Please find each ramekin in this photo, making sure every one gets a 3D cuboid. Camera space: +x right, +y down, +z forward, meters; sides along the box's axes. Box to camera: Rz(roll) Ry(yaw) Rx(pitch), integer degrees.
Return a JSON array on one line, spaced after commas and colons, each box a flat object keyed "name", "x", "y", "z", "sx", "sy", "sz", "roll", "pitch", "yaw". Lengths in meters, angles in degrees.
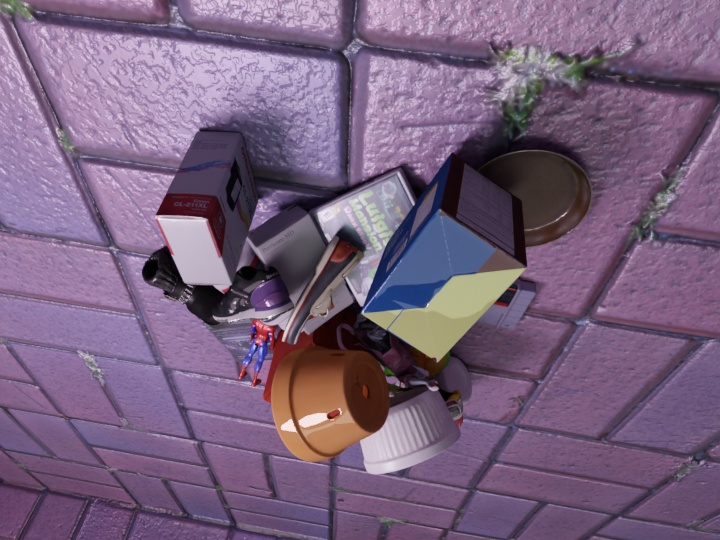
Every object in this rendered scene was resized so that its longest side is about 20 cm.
[{"name": "ramekin", "x": 0.087, "y": 0.304, "z": 1.036, "sx": 0.197, "sy": 0.107, "sz": 0.200, "roll": -20, "pitch": 173, "yaw": -3}]

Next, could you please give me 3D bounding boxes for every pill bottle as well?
[{"name": "pill bottle", "x": 0.155, "y": 0.285, "z": 1.253, "sx": 0.112, "sy": 0.113, "sz": 0.199, "roll": 37, "pitch": 133, "yaw": -27}, {"name": "pill bottle", "x": -0.182, "y": 0.036, "z": 1.043, "sx": 0.118, "sy": 0.121, "sz": 0.200, "roll": -23, "pitch": 129, "yaw": 33}]

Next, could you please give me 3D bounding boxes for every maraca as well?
[{"name": "maraca", "x": 0.106, "y": 0.183, "z": 1.152, "sx": 0.137, "sy": 0.107, "sz": 0.199, "roll": 49, "pitch": 131, "yaw": -10}]

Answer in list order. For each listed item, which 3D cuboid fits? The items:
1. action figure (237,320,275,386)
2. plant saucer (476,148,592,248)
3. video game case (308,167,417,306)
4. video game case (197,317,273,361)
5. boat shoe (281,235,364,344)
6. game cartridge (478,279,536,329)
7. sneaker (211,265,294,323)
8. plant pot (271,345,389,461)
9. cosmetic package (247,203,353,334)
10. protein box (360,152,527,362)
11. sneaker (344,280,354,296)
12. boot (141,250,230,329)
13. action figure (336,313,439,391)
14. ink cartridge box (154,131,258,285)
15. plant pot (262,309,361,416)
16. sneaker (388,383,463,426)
[{"name": "action figure", "x": -0.231, "y": 0.168, "z": 1.215, "sx": 0.065, "sy": 0.052, "sz": 0.202, "roll": 26, "pitch": 115, "yaw": 14}, {"name": "plant saucer", "x": 0.259, "y": -0.115, "z": 0.836, "sx": 0.197, "sy": 0.032, "sz": 0.202, "roll": 7, "pitch": 139, "yaw": 6}, {"name": "video game case", "x": 0.033, "y": -0.049, "z": 0.906, "sx": 0.180, "sy": 0.023, "sz": 0.202, "roll": -21, "pitch": 111, "yaw": 23}, {"name": "video game case", "x": -0.288, "y": 0.158, "z": 1.286, "sx": 0.141, "sy": 0.019, "sz": 0.201, "roll": -7, "pitch": 137, "yaw": 21}, {"name": "boat shoe", "x": -0.066, "y": 0.041, "z": 0.894, "sx": 0.062, "sy": 0.202, "sz": 0.071, "roll": 30, "pitch": 179, "yaw": -10}, {"name": "game cartridge", "x": 0.227, "y": 0.053, "z": 1.035, "sx": 0.196, "sy": 0.039, "sz": 0.130, "roll": 11, "pitch": 144, "yaw": 0}, {"name": "sneaker", "x": -0.195, "y": 0.035, "z": 0.914, "sx": 0.198, "sy": 0.075, "sz": 0.089, "roll": -10, "pitch": 102, "yaw": 41}, {"name": "plant pot", "x": -0.040, "y": 0.226, "z": 0.937, "sx": 0.139, "sy": 0.202, "sz": 0.200, "roll": -18, "pitch": 132, "yaw": 32}, {"name": "cosmetic package", "x": -0.107, "y": -0.003, "z": 0.949, "sx": 0.112, "sy": 0.081, "sz": 0.202, "roll": -35, "pitch": 123, "yaw": -11}, {"name": "protein box", "x": 0.122, "y": -0.024, "z": 0.765, "sx": 0.134, "sy": 0.201, "sz": 0.199, "roll": 32, "pitch": 124, "yaw": -6}, {"name": "sneaker", "x": 0.000, "y": 0.000, "z": 0.992, "sx": 0.075, "sy": 0.078, "sz": 0.201, "roll": -13, "pitch": 132, "yaw": 28}, {"name": "boot", "x": -0.345, "y": 0.038, "z": 1.073, "sx": 0.209, "sy": 0.080, "sz": 0.158, "roll": 7, "pitch": 146, "yaw": 43}, {"name": "action figure", "x": 0.064, "y": 0.173, "z": 1.018, "sx": 0.147, "sy": 0.135, "sz": 0.200, "roll": -25, "pitch": 129, "yaw": 23}, {"name": "ink cartridge box", "x": -0.232, "y": -0.101, "z": 0.836, "sx": 0.081, "sy": 0.202, "sz": 0.147, "roll": 2, "pitch": 140, "yaw": 6}, {"name": "plant pot", "x": -0.072, "y": 0.186, "z": 1.146, "sx": 0.198, "sy": 0.201, "sz": 0.177, "roll": 24, "pitch": 127, "yaw": -15}, {"name": "sneaker", "x": 0.131, "y": 0.273, "z": 1.156, "sx": 0.197, "sy": 0.078, "sz": 0.084, "roll": 9, "pitch": 106, "yaw": 22}]
